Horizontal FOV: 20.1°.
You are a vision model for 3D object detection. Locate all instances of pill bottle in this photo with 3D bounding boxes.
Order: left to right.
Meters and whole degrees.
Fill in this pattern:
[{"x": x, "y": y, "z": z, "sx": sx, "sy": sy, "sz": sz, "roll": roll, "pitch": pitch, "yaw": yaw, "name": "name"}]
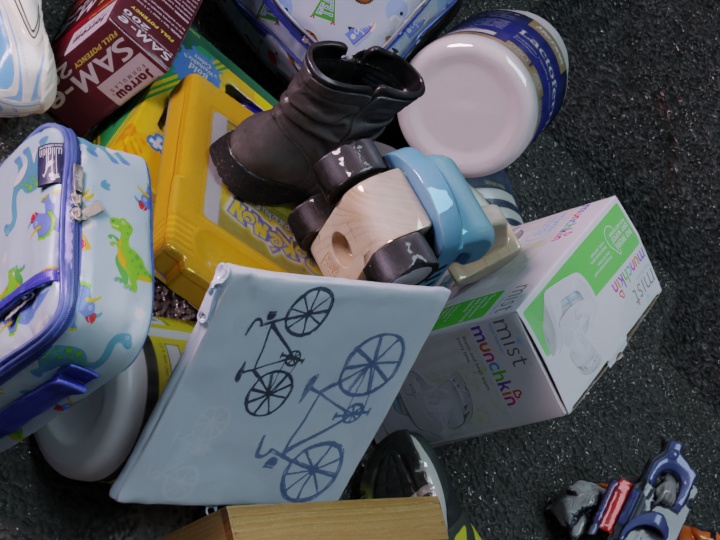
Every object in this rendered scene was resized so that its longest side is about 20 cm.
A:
[{"x": -0.112, "y": 0.092, "z": 1.372, "sx": 0.200, "sy": 0.112, "sz": 0.113, "roll": 10, "pitch": 59, "yaw": -42, "name": "pill bottle"}, {"x": 0.108, "y": -0.153, "z": 1.678, "sx": 0.116, "sy": 0.116, "sz": 0.200, "roll": 54, "pitch": 23, "yaw": -4, "name": "pill bottle"}]

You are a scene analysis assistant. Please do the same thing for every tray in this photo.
[{"x": -0.044, "y": 0.189, "z": 1.391, "sx": 0.200, "sy": 0.099, "sz": 0.037, "roll": 5, "pitch": 64, "yaw": -45, "name": "tray"}]

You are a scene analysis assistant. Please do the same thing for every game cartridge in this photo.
[{"x": -0.065, "y": -0.026, "z": 1.417, "sx": 0.176, "sy": 0.032, "sz": 0.200, "roll": 34, "pitch": 32, "yaw": -27, "name": "game cartridge"}]

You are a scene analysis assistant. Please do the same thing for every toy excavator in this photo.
[{"x": 0.053, "y": -0.025, "z": 1.432, "sx": 0.200, "sy": 0.195, "sz": 0.100, "roll": -19, "pitch": 71, "yaw": -28, "name": "toy excavator"}]

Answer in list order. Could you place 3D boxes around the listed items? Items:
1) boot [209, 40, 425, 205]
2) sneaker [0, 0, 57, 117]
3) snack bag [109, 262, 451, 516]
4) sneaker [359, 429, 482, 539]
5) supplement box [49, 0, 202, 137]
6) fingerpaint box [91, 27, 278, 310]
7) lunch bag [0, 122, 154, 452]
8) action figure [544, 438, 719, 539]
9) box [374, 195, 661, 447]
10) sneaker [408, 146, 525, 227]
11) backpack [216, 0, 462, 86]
[{"x": 0.002, "y": -0.096, "z": 1.424, "sx": 0.200, "sy": 0.132, "sz": 0.070, "roll": 0, "pitch": 56, "yaw": -53, "name": "boot"}, {"x": -0.258, "y": -0.196, "z": 1.445, "sx": 0.072, "sy": 0.072, "sz": 0.200, "roll": 4, "pitch": 55, "yaw": -22, "name": "sneaker"}, {"x": -0.054, "y": 0.079, "z": 1.303, "sx": 0.200, "sy": 0.189, "sz": 0.021, "roll": 6, "pitch": 31, "yaw": -42, "name": "snack bag"}, {"x": 0.060, "y": 0.215, "z": 1.515, "sx": 0.085, "sy": 0.074, "sz": 0.200, "roll": -8, "pitch": 80, "yaw": -54, "name": "sneaker"}, {"x": -0.165, "y": -0.202, "z": 1.510, "sx": 0.061, "sy": 0.109, "sz": 0.200, "roll": 40, "pitch": 42, "yaw": -21, "name": "supplement box"}, {"x": -0.101, "y": -0.059, "z": 1.511, "sx": 0.200, "sy": 0.073, "sz": 0.167, "roll": 40, "pitch": 42, "yaw": -20, "name": "fingerpaint box"}, {"x": -0.208, "y": 0.017, "z": 1.251, "sx": 0.082, "sy": 0.200, "sz": 0.161, "roll": 21, "pitch": 52, "yaw": -35, "name": "lunch bag"}, {"x": 0.227, "y": 0.250, "z": 1.665, "sx": 0.193, "sy": 0.105, "sz": 0.200, "roll": 41, "pitch": 67, "yaw": -9, "name": "action figure"}, {"x": 0.111, "y": 0.045, "z": 1.575, "sx": 0.200, "sy": 0.176, "sz": 0.097, "roll": -43, "pitch": 110, "yaw": -49, "name": "box"}, {"x": 0.115, "y": -0.041, "z": 1.724, "sx": 0.200, "sy": 0.075, "sz": 0.085, "roll": 50, "pitch": 43, "yaw": -11, "name": "sneaker"}, {"x": -0.025, "y": -0.236, "z": 1.626, "sx": 0.190, "sy": 0.154, "sz": 0.200, "roll": 40, "pitch": 75, "yaw": 4, "name": "backpack"}]
